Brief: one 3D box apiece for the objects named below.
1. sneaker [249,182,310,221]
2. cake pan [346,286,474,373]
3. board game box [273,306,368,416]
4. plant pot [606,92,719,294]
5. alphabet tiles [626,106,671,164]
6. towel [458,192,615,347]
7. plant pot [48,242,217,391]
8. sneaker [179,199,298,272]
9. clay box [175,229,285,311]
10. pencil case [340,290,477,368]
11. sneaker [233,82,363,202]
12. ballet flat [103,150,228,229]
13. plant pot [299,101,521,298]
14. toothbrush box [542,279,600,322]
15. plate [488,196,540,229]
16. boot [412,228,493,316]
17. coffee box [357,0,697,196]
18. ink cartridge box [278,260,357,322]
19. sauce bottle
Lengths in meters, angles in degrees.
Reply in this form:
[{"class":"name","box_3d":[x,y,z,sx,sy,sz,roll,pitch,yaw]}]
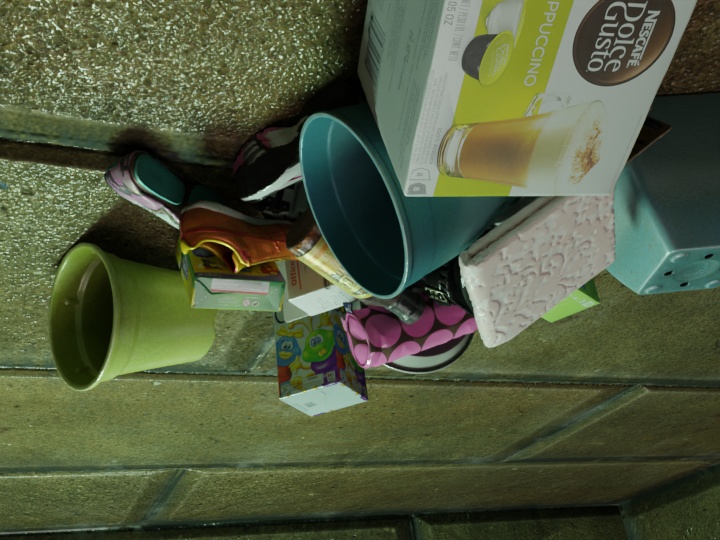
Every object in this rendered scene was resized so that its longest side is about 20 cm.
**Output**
[{"class":"sneaker","box_3d":[-0.043,-0.073,1.035,0.200,0.067,0.091,12,163,4]},{"class":"cake pan","box_3d":[0.080,0.051,1.175,0.200,0.200,0.037,-1,154,-12]},{"class":"board game box","box_3d":[-0.065,0.108,1.241,0.103,0.200,0.105,-19,149,19]},{"class":"plant pot","box_3d":[0.398,-0.084,1.015,0.196,0.200,0.196,-5,151,-6]},{"class":"alphabet tiles","box_3d":[0.224,-0.165,0.828,0.200,0.167,0.008,-32,145,-46]},{"class":"towel","box_3d":[0.199,-0.014,0.879,0.191,0.032,0.200,-36,146,-5]},{"class":"plant pot","box_3d":[-0.315,0.067,1.139,0.184,0.201,0.200,5,151,-45]},{"class":"sneaker","box_3d":[-0.131,-0.030,0.990,0.200,0.077,0.073,9,164,-28]},{"class":"clay box","box_3d":[-0.179,-0.010,1.058,0.115,0.200,0.048,4,113,-22]},{"class":"pencil case","box_3d":[0.077,0.064,1.103,0.200,0.091,0.094,-14,-162,-19]},{"class":"sneaker","box_3d":[-0.059,-0.131,0.933,0.200,0.080,0.086,-25,149,30]},{"class":"ballet flat","box_3d":[-0.234,-0.085,0.995,0.071,0.069,0.200,-5,155,34]},{"class":"plant pot","box_3d":[0.067,-0.099,0.837,0.188,0.200,0.200,-25,158,-22]},{"class":"toothbrush box","box_3d":[0.245,-0.028,1.134,0.086,0.146,0.200,-26,148,30]},{"class":"plate","box_3d":[0.224,-0.098,0.941,0.200,0.032,0.200,-33,-173,-6]},{"class":"boot","box_3d":[0.111,-0.008,0.978,0.079,0.158,0.211,-44,149,-14]},{"class":"coffee box","box_3d":[0.123,-0.200,0.672,0.197,0.200,0.200,-1,133,-14]},{"class":"ink cartridge box","box_3d":[-0.041,-0.013,1.114,0.200,0.116,0.067,-19,151,19]},{"class":"sauce bottle","box_3d":[0.000,0.000,0.993,0.200,0.066,0.066,33,134,-26]}]
